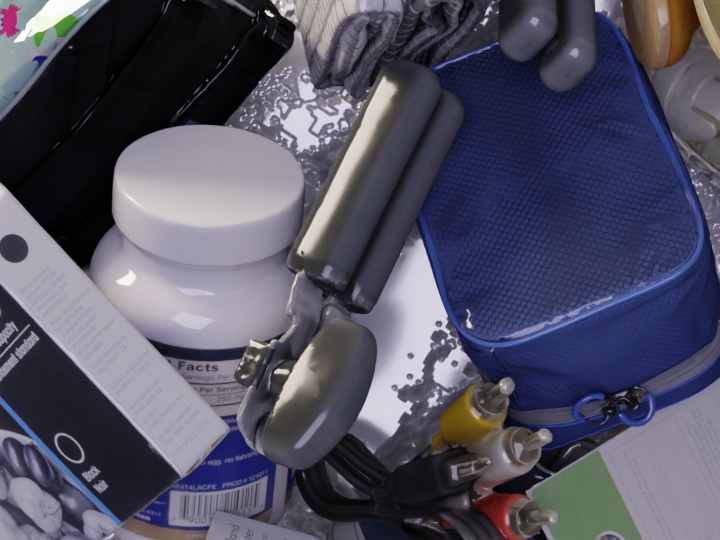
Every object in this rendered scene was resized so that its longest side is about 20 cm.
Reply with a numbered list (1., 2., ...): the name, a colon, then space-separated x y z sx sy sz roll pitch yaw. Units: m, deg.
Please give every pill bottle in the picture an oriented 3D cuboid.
1. pill bottle: -0.083 0.036 1.053 0.115 0.116 0.202 10 123 3

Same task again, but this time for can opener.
1. can opener: 0.088 -0.155 1.052 0.052 0.201 0.067 31 121 -21
2. can opener: 0.000 0.000 0.973 0.066 0.053 0.201 14 75 33

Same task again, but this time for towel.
1. towel: 0.005 -0.184 1.041 0.085 0.200 0.167 -12 84 -6

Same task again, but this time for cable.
1. cable: 0.034 0.114 1.046 0.050 0.200 0.098 -15 88 -28

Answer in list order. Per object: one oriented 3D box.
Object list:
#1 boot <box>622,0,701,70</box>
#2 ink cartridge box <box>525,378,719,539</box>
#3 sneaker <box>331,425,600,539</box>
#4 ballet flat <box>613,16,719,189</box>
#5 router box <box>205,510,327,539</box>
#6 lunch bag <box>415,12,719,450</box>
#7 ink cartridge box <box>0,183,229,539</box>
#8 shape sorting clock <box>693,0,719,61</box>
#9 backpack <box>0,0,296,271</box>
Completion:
1. boot: 0.204 -0.163 1.040 0.142 0.202 0.071 3 126 2
2. ink cartridge box: 0.180 0.134 1.068 0.199 0.048 0.146 -27 90 -26
3. sneaker: 0.097 0.175 1.089 0.146 0.077 0.203 -39 88 20
4. ballet flat: 0.209 -0.071 1.099 0.200 0.072 0.072 42 93 2
5. router box: -0.005 0.206 0.963 0.178 0.200 0.049 15 116 -1
6. lunch bag: 0.107 -0.010 1.049 0.135 0.133 0.201 -20 57 7
7. ink cartridge box: -0.180 0.049 1.009 0.200 0.198 0.043 48 52 -1
8. shape sorting clock: 0.246 -0.114 0.974 0.198 0.039 0.201 11 50 -13
9. backpack: -0.157 -0.095 1.066 0.150 0.177 0.201 42 101 26
